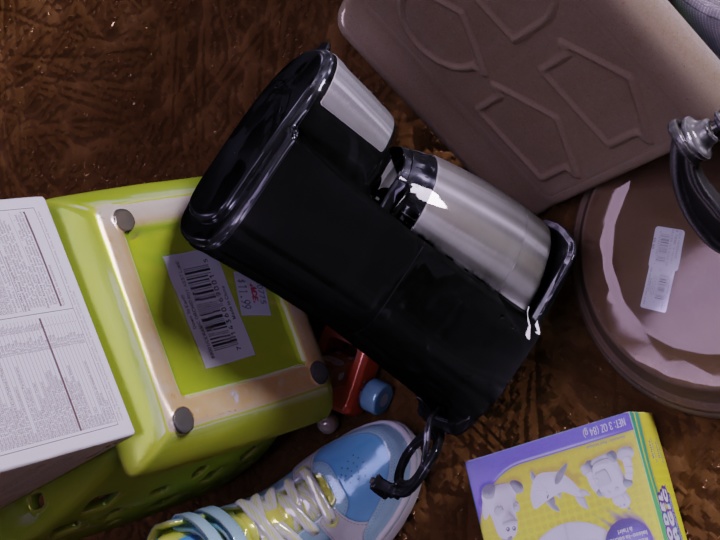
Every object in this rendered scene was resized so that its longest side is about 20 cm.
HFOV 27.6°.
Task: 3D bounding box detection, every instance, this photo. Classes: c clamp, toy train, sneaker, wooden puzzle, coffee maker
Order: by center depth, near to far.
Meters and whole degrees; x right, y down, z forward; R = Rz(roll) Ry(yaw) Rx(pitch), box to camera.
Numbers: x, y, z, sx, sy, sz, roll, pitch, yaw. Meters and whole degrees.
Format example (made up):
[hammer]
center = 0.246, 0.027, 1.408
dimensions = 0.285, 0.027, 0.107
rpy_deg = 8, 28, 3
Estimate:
[c clamp]
center = 0.239, -0.089, 0.760
dimensions = 0.200, 0.170, 0.027
rpy_deg = -38, 34, 26
[wooden puzzle]
center = 0.100, -0.132, 0.851
dimensions = 0.185, 0.046, 0.200
rpy_deg = 45, 148, -10
[coffee maker]
center = 0.000, 0.000, 0.857
dimensions = 0.134, 0.199, 0.193
rpy_deg = -24, 38, 57
[sneaker]
center = -0.057, 0.166, 0.938
dimensions = 0.200, 0.130, 0.080
rpy_deg = -43, 64, 18
[toy train]
center = -0.055, 0.013, 1.001
dimensions = 0.199, 0.056, 0.151
rpy_deg = 27, 97, 30

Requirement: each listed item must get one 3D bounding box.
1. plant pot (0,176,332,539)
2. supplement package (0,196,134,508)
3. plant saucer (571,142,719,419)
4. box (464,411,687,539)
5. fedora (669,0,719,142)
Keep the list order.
[plant pot]
center = -0.144, 0.049, 0.934
dimensions = 0.181, 0.198, 0.201
rpy_deg = -28, 79, 41
[supplement package]
center = -0.260, 0.063, 0.781
dimensions = 0.151, 0.199, 0.152
rpy_deg = -29, 79, 34
[plant saucer]
center = 0.213, -0.013, 0.863
dimensions = 0.199, 0.029, 0.202
rpy_deg = -4, 83, 30
[box]
center = 0.141, 0.196, 0.868
dimensions = 0.117, 0.048, 0.202
rpy_deg = -22, 75, 27
[fedora]
center = 0.248, -0.151, 0.805
dimensions = 0.199, 0.090, 0.178
rpy_deg = 33, 88, 28
